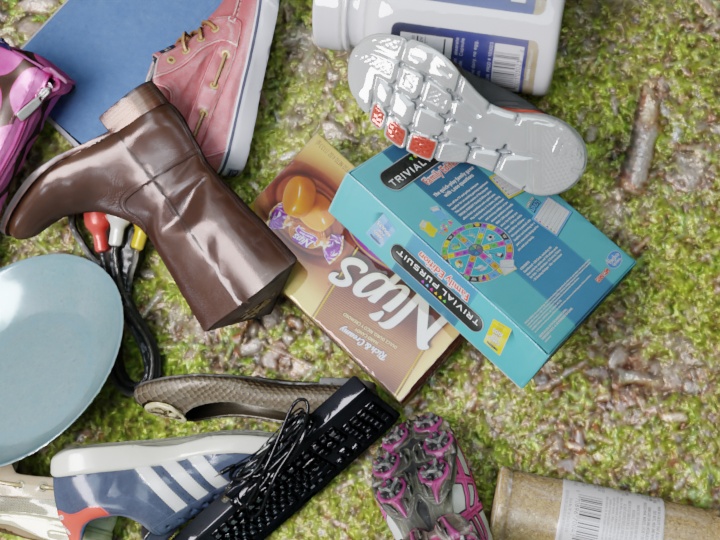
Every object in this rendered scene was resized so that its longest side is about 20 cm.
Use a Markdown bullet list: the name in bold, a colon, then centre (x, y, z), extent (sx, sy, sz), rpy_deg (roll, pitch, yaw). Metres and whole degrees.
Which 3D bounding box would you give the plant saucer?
- **plant saucer**: centre (-0.273, 0.078, 0.897), extent (0.199, 0.039, 0.203), rpy_deg (-11, 52, 14)

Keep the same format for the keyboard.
- **keyboard**: centre (-0.058, 0.166, 0.838), extent (0.200, 0.104, 0.040), rpy_deg (-43, 48, 4)

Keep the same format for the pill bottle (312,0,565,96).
- **pill bottle**: centre (0.065, -0.211, 0.907), extent (0.198, 0.111, 0.112), rpy_deg (10, 80, 7)

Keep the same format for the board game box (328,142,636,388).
- **board game box**: centre (0.097, -0.025, 0.859), extent (0.200, 0.047, 0.151), rpy_deg (43, 46, 12)

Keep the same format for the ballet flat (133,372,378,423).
- **ballet flat**: centre (-0.084, 0.110, 0.885), extent (0.197, 0.067, 0.047), rpy_deg (2, 75, 0)

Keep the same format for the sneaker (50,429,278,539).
- **sneaker**: centre (-0.137, 0.172, 0.862), extent (0.198, 0.075, 0.086), rpy_deg (-4, 85, -10)

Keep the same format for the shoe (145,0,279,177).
- **shoe**: centre (-0.127, -0.185, 0.929), extent (0.090, 0.071, 0.203), rpy_deg (12, 84, -19)

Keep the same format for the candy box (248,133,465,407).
- **candy box**: centre (0.000, 0.000, 0.900), extent (0.200, 0.056, 0.117), rpy_deg (43, 85, 13)

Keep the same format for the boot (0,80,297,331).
- **boot**: centre (-0.167, -0.017, 0.877), extent (0.186, 0.064, 0.201), rpy_deg (-38, 91, 18)

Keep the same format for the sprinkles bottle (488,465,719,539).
- **sprinkles bottle**: centre (0.197, 0.199, 0.835), extent (0.198, 0.068, 0.069), rpy_deg (10, 80, 8)

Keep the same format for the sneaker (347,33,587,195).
- **sneaker**: centre (0.081, -0.120, 0.867), extent (0.199, 0.082, 0.078), rpy_deg (29, 108, -2)

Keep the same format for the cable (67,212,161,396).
- **cable**: centre (-0.208, 0.003, 0.924), extent (0.096, 0.050, 0.203), rpy_deg (0, 79, 11)

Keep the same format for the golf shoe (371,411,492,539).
- **golf shoe**: centre (0.058, 0.190, 0.819), extent (0.072, 0.093, 0.201), rpy_deg (-24, 32, 8)

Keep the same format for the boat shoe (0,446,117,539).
- **boat shoe**: centre (-0.291, 0.176, 0.890), extent (0.198, 0.072, 0.066), rpy_deg (12, 75, 2)

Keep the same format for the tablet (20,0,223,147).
- **tablet**: centre (-0.212, -0.207, 0.984), extent (0.130, 0.014, 0.200), rpy_deg (41, 85, 12)

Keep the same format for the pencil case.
- **pencil case**: centre (-0.313, -0.089, 0.923), extent (0.093, 0.090, 0.202), rpy_deg (25, 91, 36)
